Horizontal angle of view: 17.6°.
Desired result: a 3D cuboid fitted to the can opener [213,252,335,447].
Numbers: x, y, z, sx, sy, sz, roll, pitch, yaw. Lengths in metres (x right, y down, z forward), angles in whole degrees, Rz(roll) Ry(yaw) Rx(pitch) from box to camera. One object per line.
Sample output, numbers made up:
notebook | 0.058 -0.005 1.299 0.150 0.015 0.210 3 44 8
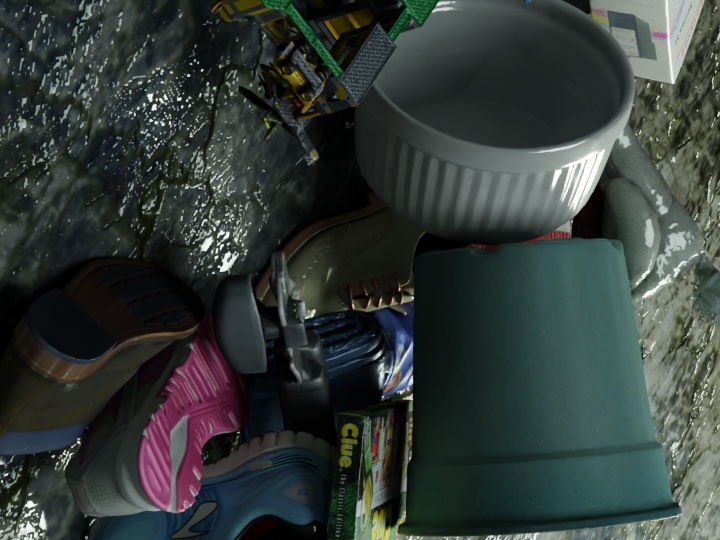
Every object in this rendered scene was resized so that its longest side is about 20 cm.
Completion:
can opener | -0.057 0.069 1.560 0.200 0.067 0.053 83 1 -46

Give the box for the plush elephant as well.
plush elephant | 0.176 -0.001 1.785 0.155 0.200 0.165 -38 179 -7

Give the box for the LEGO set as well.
LEGO set | -0.040 -0.180 1.498 0.154 0.116 0.200 45 53 -30

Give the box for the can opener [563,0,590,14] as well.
can opener | 0.143 -0.179 1.822 0.053 0.067 0.200 -9 118 -58

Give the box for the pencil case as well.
pencil case | 0.038 0.044 1.795 0.200 0.078 0.087 -20 137 -55

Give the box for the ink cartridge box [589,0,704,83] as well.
ink cartridge box | 0.224 -0.226 1.781 0.200 0.067 0.117 72 36 -60

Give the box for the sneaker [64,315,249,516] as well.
sneaker | -0.139 0.095 1.538 0.081 0.088 0.200 68 25 -17

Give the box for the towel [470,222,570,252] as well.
towel | 0.121 0.043 1.833 0.144 0.023 0.200 6 85 -55

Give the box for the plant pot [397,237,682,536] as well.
plant pot | 0.117 0.080 1.635 0.200 0.200 0.196 1 84 -60

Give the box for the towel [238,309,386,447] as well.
towel | -0.036 0.114 1.695 0.111 0.049 0.200 -17 136 -17

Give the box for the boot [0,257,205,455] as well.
boot | -0.175 0.053 1.473 0.097 0.075 0.200 -51 166 23

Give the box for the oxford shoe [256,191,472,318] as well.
oxford shoe | 0.000 0.000 1.690 0.200 0.074 0.071 -38 143 -27

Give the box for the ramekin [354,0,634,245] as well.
ramekin | 0.087 -0.109 1.654 0.200 0.200 0.105 -40 151 -41

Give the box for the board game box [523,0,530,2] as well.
board game box | 0.090 -0.279 1.523 0.045 0.152 0.200 -25 167 0

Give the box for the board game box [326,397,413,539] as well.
board game box | 0.008 0.144 1.596 0.200 0.023 0.105 -2 99 -80

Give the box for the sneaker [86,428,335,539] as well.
sneaker | -0.102 0.179 1.557 0.078 0.200 0.090 38 35 -44
